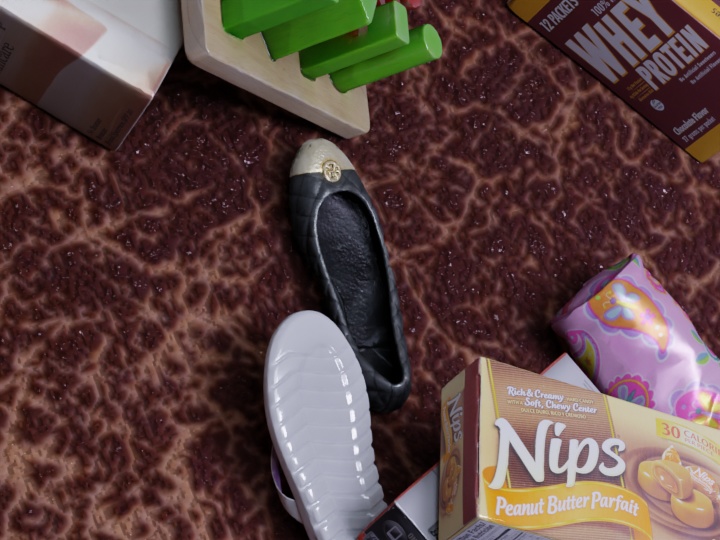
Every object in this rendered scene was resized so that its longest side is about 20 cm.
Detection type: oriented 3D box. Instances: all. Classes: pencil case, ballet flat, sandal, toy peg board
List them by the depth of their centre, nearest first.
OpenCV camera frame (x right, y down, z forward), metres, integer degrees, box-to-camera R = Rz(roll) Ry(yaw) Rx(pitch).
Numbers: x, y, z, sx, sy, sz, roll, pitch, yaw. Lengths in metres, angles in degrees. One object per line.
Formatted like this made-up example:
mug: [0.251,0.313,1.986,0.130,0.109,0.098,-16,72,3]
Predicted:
sandal: [-0.029,0.129,1.532,0.082,0.050,0.204,-13,89,-42]
toy peg board: [-0.030,-0.219,1.580,0.200,0.097,0.200,22,57,-55]
ballet flat: [0.000,0.000,1.589,0.066,0.057,0.201,-10,75,-26]
pencil case: [0.222,0.087,1.636,0.087,0.087,0.200,-40,89,-29]

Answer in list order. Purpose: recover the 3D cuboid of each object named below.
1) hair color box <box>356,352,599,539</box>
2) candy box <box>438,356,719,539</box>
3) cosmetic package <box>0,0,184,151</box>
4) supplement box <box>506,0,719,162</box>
hair color box: [0.100,0.151,1.549,0.102,0.061,0.200,50,49,5]
candy box: [0.149,0.141,1.507,0.199,0.055,0.116,17,55,-22]
cosmetic package: [-0.218,-0.178,1.541,0.199,0.103,0.088,31,64,-8]
supplement box: [0.255,-0.233,1.736,0.197,0.133,0.200,38,62,-6]
